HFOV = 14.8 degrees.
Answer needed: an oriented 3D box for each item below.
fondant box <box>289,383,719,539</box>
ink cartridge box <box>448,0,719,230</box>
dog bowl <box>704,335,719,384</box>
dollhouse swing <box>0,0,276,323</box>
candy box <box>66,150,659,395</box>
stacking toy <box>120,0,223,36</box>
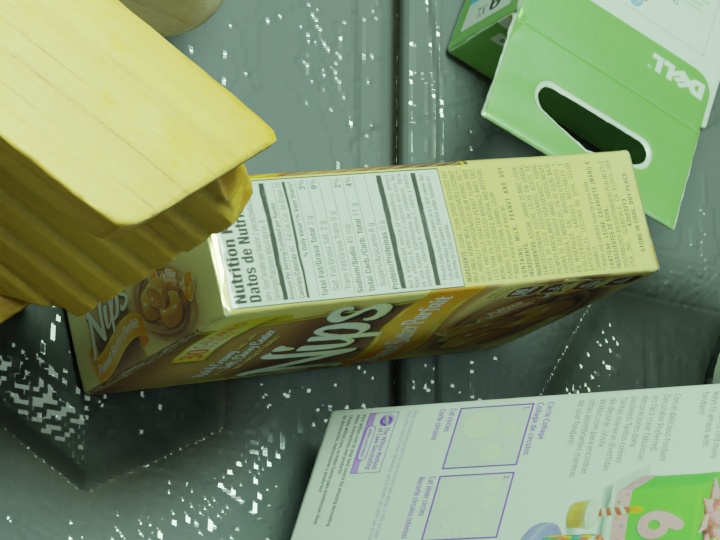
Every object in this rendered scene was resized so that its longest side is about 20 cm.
[{"bbox_3d":[0.069,0.116,1.006,0.058,0.200,0.144,60,36,-39],"label":"fondant box"},{"bbox_3d":[0.106,-0.115,1.206,0.104,0.059,0.200,31,60,-20],"label":"ink cartridge box"},{"bbox_3d":[0.250,0.081,1.224,0.200,0.074,0.201,11,68,-30],"label":"dog bowl"},{"bbox_3d":[-0.169,0.000,0.903,0.182,0.200,0.176,39,57,-16],"label":"dollhouse swing"},{"bbox_3d":[0.000,0.000,1.064,0.200,0.115,0.055,-6,76,-34],"label":"candy box"},{"bbox_3d":[-0.059,-0.190,1.119,0.085,0.085,0.200,38,53,-16],"label":"stacking toy"}]
